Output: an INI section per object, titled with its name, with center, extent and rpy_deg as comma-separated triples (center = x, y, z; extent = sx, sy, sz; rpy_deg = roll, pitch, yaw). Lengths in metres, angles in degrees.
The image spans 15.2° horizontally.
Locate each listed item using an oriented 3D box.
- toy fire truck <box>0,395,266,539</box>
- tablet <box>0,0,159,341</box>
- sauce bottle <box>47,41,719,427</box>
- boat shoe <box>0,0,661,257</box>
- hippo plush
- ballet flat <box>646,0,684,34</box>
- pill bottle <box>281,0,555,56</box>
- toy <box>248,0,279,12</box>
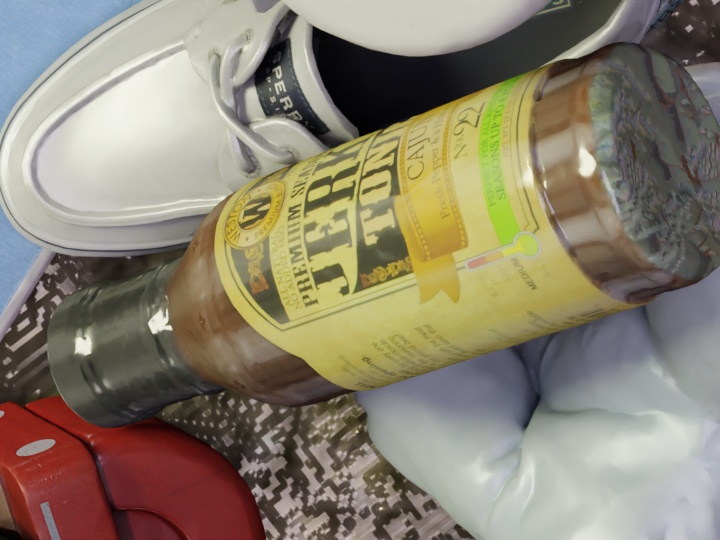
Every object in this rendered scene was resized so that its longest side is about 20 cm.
[toy fire truck]
center = -0.036, 0.116, 0.797
extent = 0.199, 0.128, 0.177
rpy_deg = -22, 106, -21
[tablet]
center = -0.141, -0.045, 0.786
extent = 0.130, 0.014, 0.201
rpy_deg = 31, 103, -11
[sauce bottle]
center = 0.000, 0.000, 0.699
extent = 0.199, 0.065, 0.065
rpy_deg = -21, 103, 35
[boat shoe]
center = -0.015, -0.056, 0.738
extent = 0.199, 0.065, 0.074
rpy_deg = -24, 94, 10
[hippo plush]
center = 0.084, 0.014, 0.740
extent = 0.159, 0.199, 0.162
rpy_deg = 37, 122, 23
[ballet flat]
center = 0.072, -0.094, 0.792
extent = 0.074, 0.074, 0.201
rpy_deg = 36, 93, -11
[pill bottle]
center = 0.051, -0.138, 0.672
extent = 0.112, 0.200, 0.114
rpy_deg = 15, 122, 26
[toy]
center = -0.005, -0.168, 0.736
extent = 0.200, 0.047, 0.116
rpy_deg = -44, 119, -36
